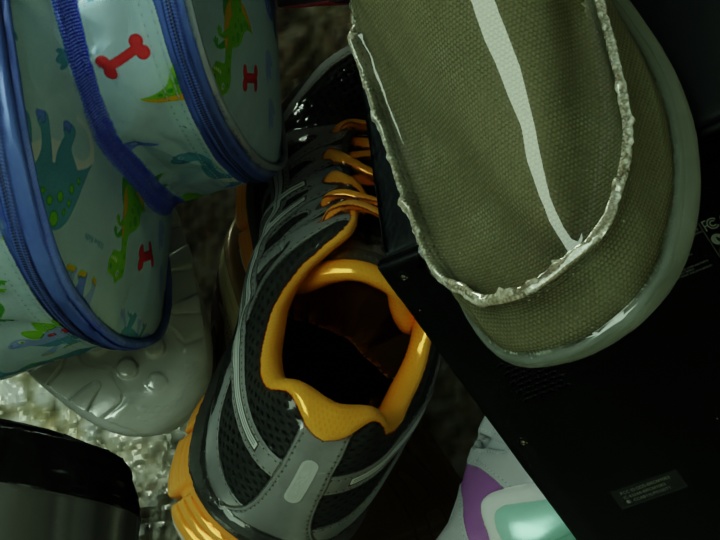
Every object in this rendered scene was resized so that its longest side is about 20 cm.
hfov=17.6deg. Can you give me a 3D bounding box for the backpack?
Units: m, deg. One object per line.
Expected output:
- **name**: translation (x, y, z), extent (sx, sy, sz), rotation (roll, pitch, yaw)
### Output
- **backpack**: translation (-0.102, -0.072, 0.686), extent (0.147, 0.183, 0.200), rotation (-7, 76, 9)

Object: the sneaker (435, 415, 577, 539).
- **sneaker**: translation (0.066, 0.018, 0.705), extent (0.200, 0.078, 0.140), rotation (-41, 55, 9)

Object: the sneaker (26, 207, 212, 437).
- **sneaker**: translation (-0.110, -0.009, 0.808), extent (0.076, 0.081, 0.200), rotation (-35, 57, -12)

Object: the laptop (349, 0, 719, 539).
- **laptop**: translation (0.107, -0.043, 0.599), extent (0.187, 0.200, 0.116), rotation (-23, 25, 30)

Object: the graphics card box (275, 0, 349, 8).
- **graphics card box**: translation (0.085, -0.113, 0.687), extent (0.200, 0.125, 0.051), rotation (-5, 95, 34)

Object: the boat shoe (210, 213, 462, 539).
- **boat shoe**: translation (-0.013, 0.078, 0.754), extent (0.072, 0.072, 0.200), rotation (-50, 50, 52)

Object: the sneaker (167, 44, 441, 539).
- **sneaker**: translation (0.000, 0.000, 0.714), extent (0.077, 0.078, 0.200), rotation (123, 163, -51)

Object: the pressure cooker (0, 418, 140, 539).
- **pressure cooker**: translation (-0.163, 0.152, 0.766), extent (0.179, 0.176, 0.200), rotation (-2, 77, 28)

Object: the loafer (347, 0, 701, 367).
- **loafer**: translation (0.021, -0.068, 0.557), extent (0.075, 0.070, 0.200), rotation (-31, 55, 24)
